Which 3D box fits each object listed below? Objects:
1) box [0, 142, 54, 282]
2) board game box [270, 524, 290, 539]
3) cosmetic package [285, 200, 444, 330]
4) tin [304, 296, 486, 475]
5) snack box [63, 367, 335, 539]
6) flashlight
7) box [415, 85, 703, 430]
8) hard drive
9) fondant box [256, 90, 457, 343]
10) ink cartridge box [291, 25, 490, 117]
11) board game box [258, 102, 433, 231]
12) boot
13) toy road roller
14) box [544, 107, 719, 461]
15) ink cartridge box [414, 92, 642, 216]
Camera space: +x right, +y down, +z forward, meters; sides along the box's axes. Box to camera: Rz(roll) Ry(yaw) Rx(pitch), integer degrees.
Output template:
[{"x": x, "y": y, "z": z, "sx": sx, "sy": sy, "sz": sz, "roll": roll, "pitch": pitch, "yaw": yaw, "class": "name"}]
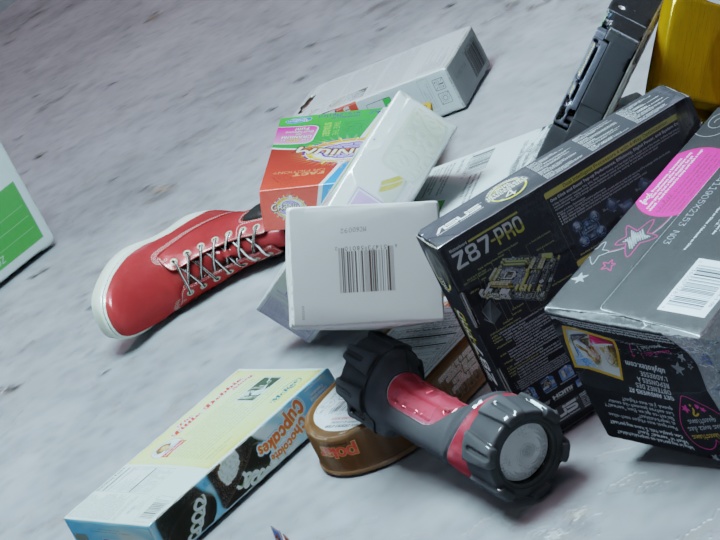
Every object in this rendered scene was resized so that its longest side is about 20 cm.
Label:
[{"x": -0.491, "y": -0.044, "z": 2.519, "sx": 0.199, "sy": 0.172, "sz": 0.199, "roll": -7, "pitch": 28, "yaw": 47, "class": "box"}, {"x": -0.068, "y": 0.216, "z": 1.439, "sx": 0.158, "sy": 0.039, "sz": 0.200, "roll": -34, "pitch": 19, "yaw": -18, "class": "board game box"}, {"x": 0.000, "y": 0.000, "z": 1.598, "sx": 0.107, "sy": 0.086, "sz": 0.200, "roll": -3, "pitch": -1, "yaw": -3, "class": "cosmetic package"}, {"x": 0.039, "y": 0.077, "z": 1.667, "sx": 0.112, "sy": 0.042, "sz": 0.200, "roll": -4, "pitch": 30, "yaw": 43, "class": "tin"}, {"x": -0.115, "y": 0.142, "z": 1.709, "sx": 0.200, "sy": 0.037, "sz": 0.116, "roll": -41, "pitch": 22, "yaw": -33, "class": "snack box"}, {"x": 0.055, "y": 0.090, "z": 1.504, "sx": 0.068, "sy": 0.068, "sz": 0.200, "roll": -36, "pitch": 32, "yaw": -16, "class": "flashlight"}, {"x": 0.157, "y": -0.003, "z": 1.508, "sx": 0.199, "sy": 0.162, "sz": 0.049, "roll": -32, "pitch": 23, "yaw": -9, "class": "box"}, {"x": 0.185, "y": -0.155, "z": 1.684, "sx": 0.140, "sy": 0.038, "sz": 0.200, "roll": -67, "pitch": -6, "yaw": 32, "class": "hard drive"}, {"x": -0.006, "y": -0.039, "z": 1.816, "sx": 0.145, "sy": 0.058, "sz": 0.200, "roll": -59, "pitch": 2, "yaw": -23, "class": "fondant box"}, {"x": 0.026, "y": -0.177, "z": 2.335, "sx": 0.199, "sy": 0.051, "sz": 0.109, "roll": -20, "pitch": 21, "yaw": 27, "class": "ink cartridge box"}, {"x": -0.008, "y": -0.098, "z": 2.118, "sx": 0.152, "sy": 0.041, "sz": 0.200, "roll": -6, "pitch": 22, "yaw": 6, "class": "board game box"}, {"x": -0.146, "y": -0.007, "z": 2.100, "sx": 0.144, "sy": 0.073, "sz": 0.200, "roll": -9, "pitch": 23, "yaw": 41, "class": "boot"}, {"x": 0.275, "y": -0.145, "z": 1.646, "sx": 0.145, "sy": 0.124, "sz": 0.200, "roll": 13, "pitch": -1, "yaw": -3, "class": "toy road roller"}, {"x": 0.235, "y": 0.008, "z": 1.396, "sx": 0.132, "sy": 0.115, "sz": 0.200, "roll": 10, "pitch": 50, "yaw": 48, "class": "box"}, {"x": 0.137, "y": -0.048, "z": 1.780, "sx": 0.199, "sy": 0.083, "sz": 0.147, "roll": -20, "pitch": 19, "yaw": 24, "class": "ink cartridge box"}]
